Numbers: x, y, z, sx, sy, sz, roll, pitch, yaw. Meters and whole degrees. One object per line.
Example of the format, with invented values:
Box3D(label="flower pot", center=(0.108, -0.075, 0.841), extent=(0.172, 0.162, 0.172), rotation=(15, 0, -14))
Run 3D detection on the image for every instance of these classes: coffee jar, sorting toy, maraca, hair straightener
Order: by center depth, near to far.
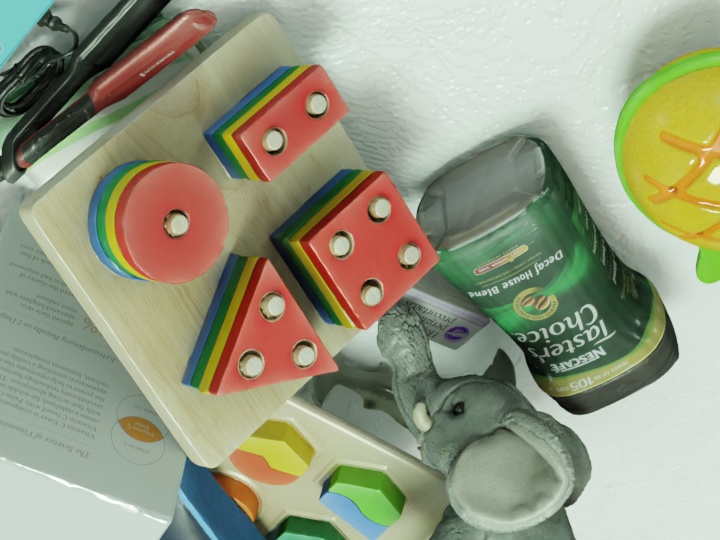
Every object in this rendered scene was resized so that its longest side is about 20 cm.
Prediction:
Box3D(label="sorting toy", center=(-0.064, -0.017, 1.172), extent=(0.199, 0.069, 0.200), rotation=(-43, 115, -23))
Box3D(label="hair straightener", center=(-0.177, -0.121, 1.187), extent=(0.200, 0.077, 0.041), rotation=(-38, 162, 25))
Box3D(label="maraca", center=(0.239, -0.060, 1.243), extent=(0.137, 0.107, 0.200), rotation=(-20, 131, 22))
Box3D(label="coffee jar", center=(0.129, 0.009, 1.309), extent=(0.104, 0.086, 0.200), rotation=(-29, 128, 19))
Box3D(label="sorting toy", center=(-0.049, 0.158, 1.389), extent=(0.199, 0.037, 0.185), rotation=(32, 138, -9))

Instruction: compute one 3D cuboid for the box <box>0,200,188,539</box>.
Box3D(label="box", center=(-0.188, 0.082, 1.248), extent=(0.152, 0.201, 0.106), rotation=(23, 135, -13))

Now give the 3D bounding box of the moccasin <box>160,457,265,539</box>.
Box3D(label="moccasin", center=(-0.108, 0.205, 1.390), extent=(0.068, 0.081, 0.201), rotation=(-20, 115, 18))

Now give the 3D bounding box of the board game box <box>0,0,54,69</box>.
Box3D(label="board game box", center=(-0.211, -0.224, 1.096), extent=(0.151, 0.047, 0.200), rotation=(29, 123, -27))

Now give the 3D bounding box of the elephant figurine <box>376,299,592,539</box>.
Box3D(label="elephant figurine", center=(0.088, 0.133, 1.269), extent=(0.154, 0.141, 0.201), rotation=(8, 94, -25))

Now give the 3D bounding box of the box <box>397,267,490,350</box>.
Box3D(label="box", center=(0.000, 0.000, 1.295), extent=(0.199, 0.042, 0.039), rotation=(22, 131, -36))

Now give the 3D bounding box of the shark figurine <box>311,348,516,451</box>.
Box3D(label="shark figurine", center=(0.063, 0.087, 1.396), extent=(0.214, 0.128, 0.090), rotation=(28, 94, 4))

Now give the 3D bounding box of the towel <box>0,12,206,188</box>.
Box3D(label="towel", center=(-0.127, -0.063, 1.263), extent=(0.152, 0.023, 0.200), rotation=(-26, 129, 18))
